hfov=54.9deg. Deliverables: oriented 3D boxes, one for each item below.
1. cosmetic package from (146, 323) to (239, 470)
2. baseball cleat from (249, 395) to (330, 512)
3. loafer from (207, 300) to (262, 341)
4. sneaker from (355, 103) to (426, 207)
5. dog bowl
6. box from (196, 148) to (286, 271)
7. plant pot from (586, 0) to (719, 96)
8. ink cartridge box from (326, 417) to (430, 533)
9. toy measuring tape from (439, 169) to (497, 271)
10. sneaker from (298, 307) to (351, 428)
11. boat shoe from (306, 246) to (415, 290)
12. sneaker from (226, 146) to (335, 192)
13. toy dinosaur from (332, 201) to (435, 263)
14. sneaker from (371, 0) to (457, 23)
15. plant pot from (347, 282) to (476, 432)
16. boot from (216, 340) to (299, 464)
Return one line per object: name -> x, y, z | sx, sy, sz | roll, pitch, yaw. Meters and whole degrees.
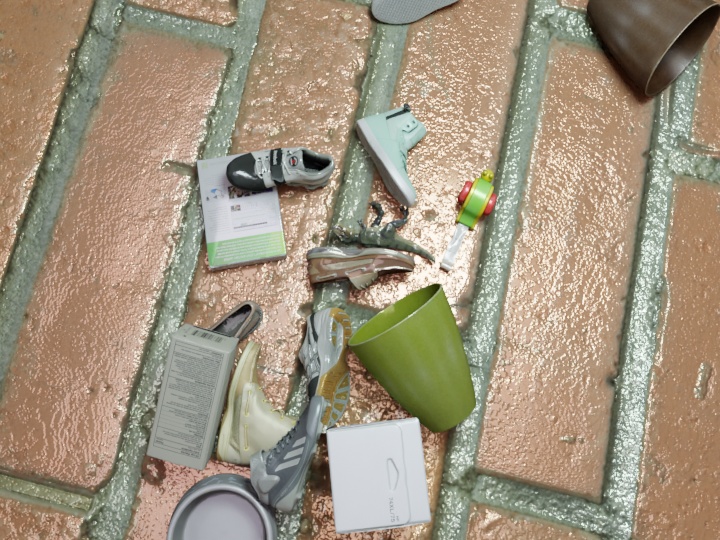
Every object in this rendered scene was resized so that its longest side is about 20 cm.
cosmetic package -> -0.272, 0.204, 1.130 | 0.101, 0.087, 0.205 | 16, 98, -2
baseball cleat -> -0.118, 0.285, 1.095 | 0.104, 0.070, 0.205 | 17, 98, -2
loafer -> -0.251, 0.125, 1.194 | 0.072, 0.063, 0.200 | 42, 80, 8
sneaker -> 0.082, -0.217, 1.258 | 0.116, 0.074, 0.203 | -24, 66, -7
dog bowl -> -0.226, 0.440, 1.132 | 0.194, 0.059, 0.206 | 0, 78, -1
box -> -0.216, -0.110, 1.260 | 0.140, 0.036, 0.206 | -9, 77, -4
plant pot -> 0.528, -0.467, 1.301 | 0.186, 0.188, 0.200 | -39, 67, -9
ink cartridge box -> 0.023, 0.316, 1.093 | 0.142, 0.200, 0.151 | -6, 78, -3
toy measuring tape -> 0.196, -0.098, 1.252 | 0.072, 0.074, 0.204 | 26, 78, 4
sneaker -> -0.066, 0.168, 1.188 | 0.086, 0.075, 0.206 | -6, 70, 40
boat shoe -> 0.000, 0.000, 1.228 | 0.194, 0.076, 0.074 | 1, 81, 8
sneaker -> -0.138, -0.188, 1.223 | 0.195, 0.088, 0.076 | -7, 79, -21
toy dinosaur -> 0.047, -0.076, 1.259 | 0.194, 0.047, 0.091 | 12, 81, -4
sneaker -> 0.111, -0.545, 1.354 | 0.195, 0.075, 0.083 | -15, 49, 0
plant pot -> 0.105, 0.158, 1.156 | 0.185, 0.187, 0.203 | -32, 96, -8
boot -> -0.150, 0.233, 1.169 | 0.151, 0.073, 0.206 | 12, 80, 1
